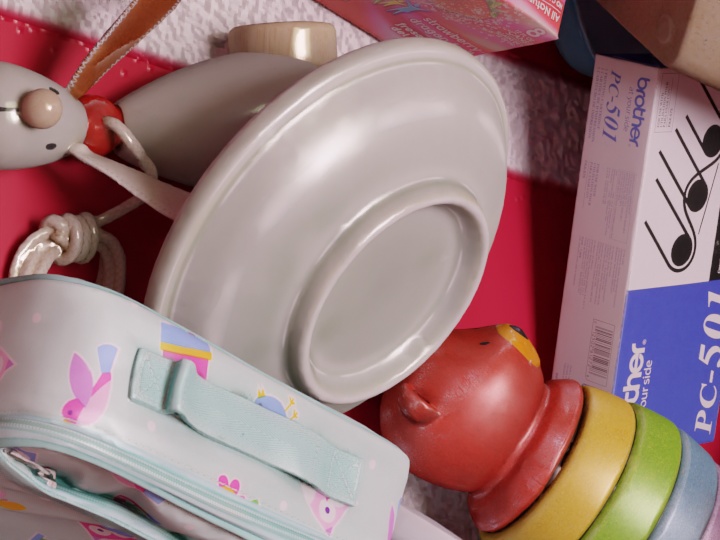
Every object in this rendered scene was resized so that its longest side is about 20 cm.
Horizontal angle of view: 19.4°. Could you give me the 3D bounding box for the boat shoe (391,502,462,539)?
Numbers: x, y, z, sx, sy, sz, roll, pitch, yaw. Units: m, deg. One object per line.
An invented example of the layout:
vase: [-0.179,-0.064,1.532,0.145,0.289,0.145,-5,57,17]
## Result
boat shoe: [0.061,0.183,0.989,0.200,0.072,0.068,44,81,-24]

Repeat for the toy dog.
toy dog: [-0.063,-0.060,0.875,0.200,0.096,0.132,-30,106,-41]

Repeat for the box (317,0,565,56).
box: [0.003,-0.182,0.951,0.200,0.094,0.103,28,68,-38]

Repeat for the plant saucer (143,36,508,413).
plant saucer: [0.000,0.000,0.885,0.200,0.050,0.201,-31,143,-27]

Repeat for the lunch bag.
lunch bag: [-0.088,0.072,0.795,0.200,0.160,0.077,29,66,-38]

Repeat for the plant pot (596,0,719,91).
plant pot: [0.207,-0.180,1.001,0.176,0.200,0.201,-2,123,-25]

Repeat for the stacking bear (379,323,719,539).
stacking bear: [0.099,0.098,0.986,0.200,0.122,0.114,35,104,-10]

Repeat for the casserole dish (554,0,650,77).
casserole dish: [0.130,-0.188,1.109,0.121,0.039,0.201,-17,98,-43]

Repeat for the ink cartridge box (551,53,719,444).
ink cartridge box: [0.150,-0.008,1.066,0.094,0.044,0.201,-6,108,-43]
